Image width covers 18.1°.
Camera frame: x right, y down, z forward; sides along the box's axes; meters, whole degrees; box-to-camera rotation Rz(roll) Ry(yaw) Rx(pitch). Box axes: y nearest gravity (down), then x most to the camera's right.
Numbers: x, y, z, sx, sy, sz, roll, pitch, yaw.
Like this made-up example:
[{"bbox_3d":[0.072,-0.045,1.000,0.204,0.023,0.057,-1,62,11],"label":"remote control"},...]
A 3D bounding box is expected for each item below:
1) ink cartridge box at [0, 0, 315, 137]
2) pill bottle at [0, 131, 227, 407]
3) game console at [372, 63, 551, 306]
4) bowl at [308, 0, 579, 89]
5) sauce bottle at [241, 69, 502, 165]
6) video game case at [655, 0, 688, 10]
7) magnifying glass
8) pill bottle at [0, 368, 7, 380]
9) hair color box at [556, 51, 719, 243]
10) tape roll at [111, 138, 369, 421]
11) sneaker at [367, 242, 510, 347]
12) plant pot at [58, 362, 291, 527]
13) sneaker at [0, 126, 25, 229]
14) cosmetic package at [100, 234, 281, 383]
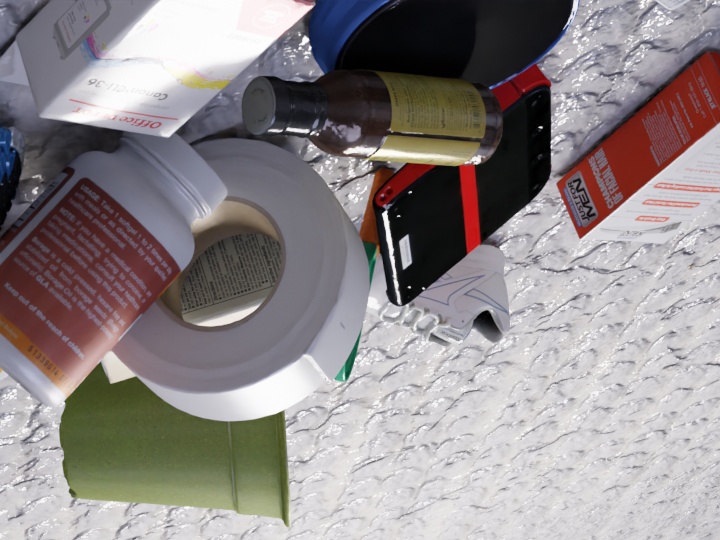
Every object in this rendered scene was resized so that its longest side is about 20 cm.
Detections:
[{"bbox_3d":[-0.140,-0.150,1.468,0.116,0.068,0.200,7,145,-45],"label":"ink cartridge box"},{"bbox_3d":[-0.191,-0.010,1.599,0.200,0.112,0.112,-48,158,-10],"label":"pill bottle"},{"bbox_3d":[0.081,-0.068,1.778,0.177,0.031,0.200,-39,158,-12],"label":"game console"},{"bbox_3d":[0.063,-0.178,1.597,0.200,0.039,0.201,-16,156,-7],"label":"bowl"},{"bbox_3d":[0.008,-0.109,1.576,0.200,0.065,0.065,4,147,-39],"label":"sauce bottle"},{"bbox_3d":[0.245,-0.253,1.487,0.200,0.023,0.182,-29,153,26],"label":"video game case"},{"bbox_3d":[0.000,0.000,1.753,0.022,0.200,0.080,11,140,7],"label":"magnifying glass"},{"bbox_3d":[-0.321,0.031,1.665,0.199,0.110,0.109,-2,151,-34],"label":"pill bottle"},{"bbox_3d":[0.272,-0.100,1.889,0.111,0.064,0.200,2,147,-41],"label":"hair color box"},{"bbox_3d":[-0.096,0.007,1.670,0.202,0.203,0.071,-22,155,5],"label":"tape roll"},{"bbox_3d":[0.056,0.021,1.953,0.199,0.087,0.075,0,151,-35],"label":"sneaker"},{"bbox_3d":[-0.159,0.125,1.927,0.189,0.201,0.200,-3,154,-3],"label":"plant pot"},{"bbox_3d":[-0.284,-0.080,1.531,0.086,0.075,0.200,13,163,7],"label":"sneaker"},{"bbox_3d":[-0.119,0.005,1.770,0.199,0.106,0.071,-16,156,-5],"label":"cosmetic package"}]
